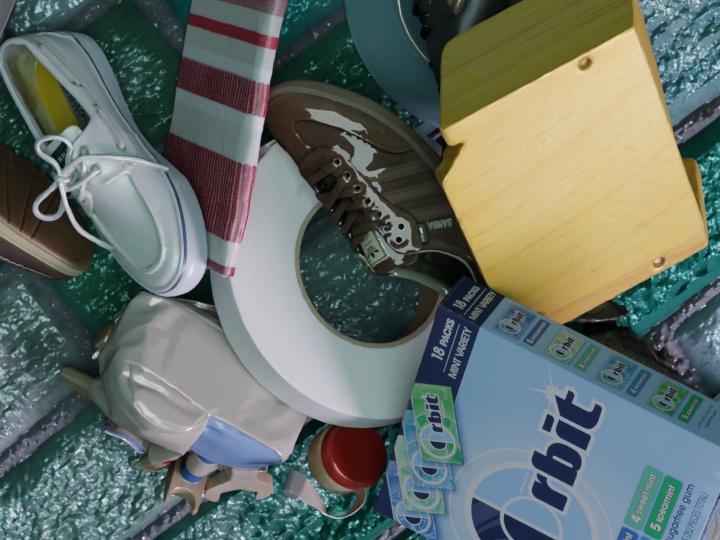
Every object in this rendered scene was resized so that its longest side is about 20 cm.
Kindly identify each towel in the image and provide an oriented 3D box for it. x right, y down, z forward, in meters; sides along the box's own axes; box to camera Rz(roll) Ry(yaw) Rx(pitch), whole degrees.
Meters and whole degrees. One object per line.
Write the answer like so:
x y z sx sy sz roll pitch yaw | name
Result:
-0.086 -0.105 1.657 0.023 0.144 0.201 8 97 -23 | towel

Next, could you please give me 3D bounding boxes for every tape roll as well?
0.000 0.000 1.691 0.202 0.037 0.203 6 75 -22 | tape roll

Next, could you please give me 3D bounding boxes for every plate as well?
0.088 -0.187 1.723 0.199 0.026 0.201 -1 97 -6 | plate

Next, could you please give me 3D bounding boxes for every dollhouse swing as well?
0.117 -0.110 1.632 0.181 0.176 0.200 -28 137 0 | dollhouse swing

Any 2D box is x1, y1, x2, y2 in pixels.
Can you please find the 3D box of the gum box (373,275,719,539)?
0.122 0.120 1.610 0.200 0.045 0.170 26 127 13 | gum box

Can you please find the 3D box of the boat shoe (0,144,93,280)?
-0.268 -0.046 1.692 0.200 0.072 0.072 31 124 -20 | boat shoe

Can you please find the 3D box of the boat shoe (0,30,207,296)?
-0.172 -0.069 1.636 0.075 0.086 0.202 -41 66 32 | boat shoe

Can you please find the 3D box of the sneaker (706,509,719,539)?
0.168 0.160 1.711 0.202 0.146 0.077 33 61 9 | sneaker

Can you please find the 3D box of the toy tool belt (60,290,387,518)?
-0.091 0.097 1.713 0.200 0.123 0.125 29 61 -16 | toy tool belt

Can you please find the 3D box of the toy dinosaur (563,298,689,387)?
0.182 0.076 1.717 0.077 0.200 0.102 -41 138 11 | toy dinosaur

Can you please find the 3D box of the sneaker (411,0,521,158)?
0.071 -0.148 1.686 0.090 0.076 0.201 13 90 2 | sneaker

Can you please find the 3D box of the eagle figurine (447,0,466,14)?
0.001 -0.242 1.617 0.200 0.152 0.151 32 116 13 | eagle figurine

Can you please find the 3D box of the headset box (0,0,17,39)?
-0.309 -0.193 1.617 0.200 0.149 0.077 24 95 -8 | headset box

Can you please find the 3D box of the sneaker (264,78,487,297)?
0.016 -0.041 1.643 0.200 0.070 0.076 35 55 -15 | sneaker

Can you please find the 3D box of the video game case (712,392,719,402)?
0.246 0.213 1.798 0.182 0.023 0.200 -41 101 0 | video game case
